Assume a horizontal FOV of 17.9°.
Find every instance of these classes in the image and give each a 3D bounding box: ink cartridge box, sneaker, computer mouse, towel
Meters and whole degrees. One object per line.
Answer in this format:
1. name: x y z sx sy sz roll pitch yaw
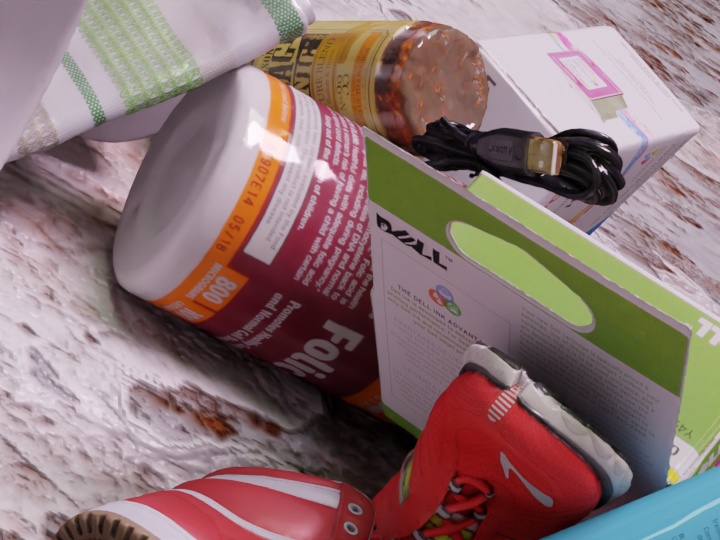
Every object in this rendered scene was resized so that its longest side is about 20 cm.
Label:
1. ink cartridge box: 0.081 0.019 0.869 0.148 0.200 0.076 34 64 23
2. sneaker: -0.006 0.142 0.804 0.200 0.071 0.112 42 26 15
3. sneaker: 0.040 0.093 0.851 0.077 0.085 0.200 39 -21 8
4. computer mouse: 0.104 0.015 0.976 0.044 0.110 0.200 -44 116 -28
5. towel: -0.139 -0.118 0.996 0.200 0.031 0.149 -25 52 -17
6. ink cartridge box: 0.073 -0.048 1.191 0.085 0.145 0.200 50 24 12

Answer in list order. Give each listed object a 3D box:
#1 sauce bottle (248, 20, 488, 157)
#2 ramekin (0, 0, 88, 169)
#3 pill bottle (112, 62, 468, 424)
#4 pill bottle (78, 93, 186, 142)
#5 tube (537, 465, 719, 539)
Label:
1. sauce bottle: -0.029 -0.088 1.108 0.200 0.066 0.066 3 -8 45
2. ramekin: -0.179 -0.076 0.808 0.098 0.201 0.200 31 22 2
3. pill bottle: 0.000 0.000 1.031 0.200 0.114 0.114 28 24 -22
4. pill bottle: -0.130 -0.149 1.124 0.112 0.112 0.200 26 24 -27
5. tube: 0.121 0.103 0.821 0.200 0.078 0.050 -18 37 -17
